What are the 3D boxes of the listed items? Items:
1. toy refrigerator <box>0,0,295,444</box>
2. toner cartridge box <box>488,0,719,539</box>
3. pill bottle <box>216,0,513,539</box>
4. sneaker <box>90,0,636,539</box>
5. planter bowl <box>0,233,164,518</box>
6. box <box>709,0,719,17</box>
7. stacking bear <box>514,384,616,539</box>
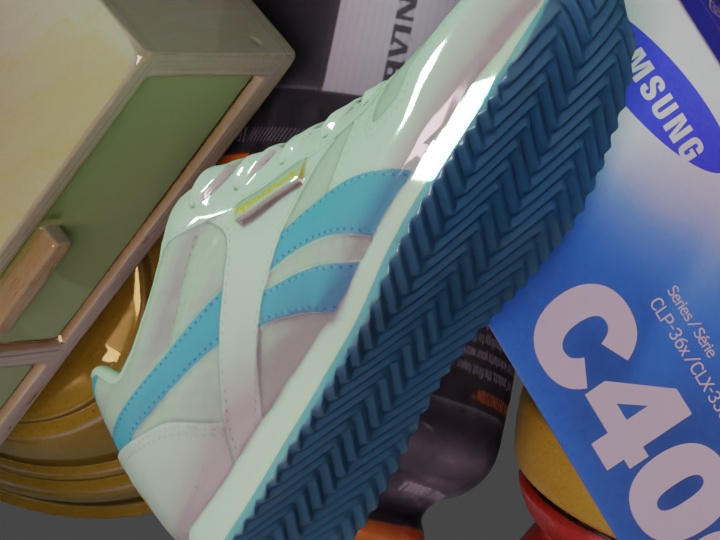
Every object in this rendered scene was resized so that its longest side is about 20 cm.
[{"bbox_3d":[-0.111,-0.009,0.856,0.070,0.076,0.200,50,116,20],"label":"toy refrigerator"},{"bbox_3d":[0.093,0.017,0.779,0.095,0.043,0.201,-36,77,20],"label":"toner cartridge box"},{"bbox_3d":[0.000,0.000,0.887,0.106,0.106,0.201,10,80,8],"label":"pill bottle"},{"bbox_3d":[-0.005,-0.009,0.762,0.081,0.076,0.200,48,116,27],"label":"sneaker"},{"bbox_3d":[-0.103,-0.003,0.959,0.199,0.083,0.202,2,103,10],"label":"planter bowl"},{"bbox_3d":[0.154,-0.077,0.783,0.199,0.048,0.159,28,129,29],"label":"box"},{"bbox_3d":[0.100,0.057,0.921,0.113,0.121,0.201,26,108,19],"label":"stacking bear"}]
